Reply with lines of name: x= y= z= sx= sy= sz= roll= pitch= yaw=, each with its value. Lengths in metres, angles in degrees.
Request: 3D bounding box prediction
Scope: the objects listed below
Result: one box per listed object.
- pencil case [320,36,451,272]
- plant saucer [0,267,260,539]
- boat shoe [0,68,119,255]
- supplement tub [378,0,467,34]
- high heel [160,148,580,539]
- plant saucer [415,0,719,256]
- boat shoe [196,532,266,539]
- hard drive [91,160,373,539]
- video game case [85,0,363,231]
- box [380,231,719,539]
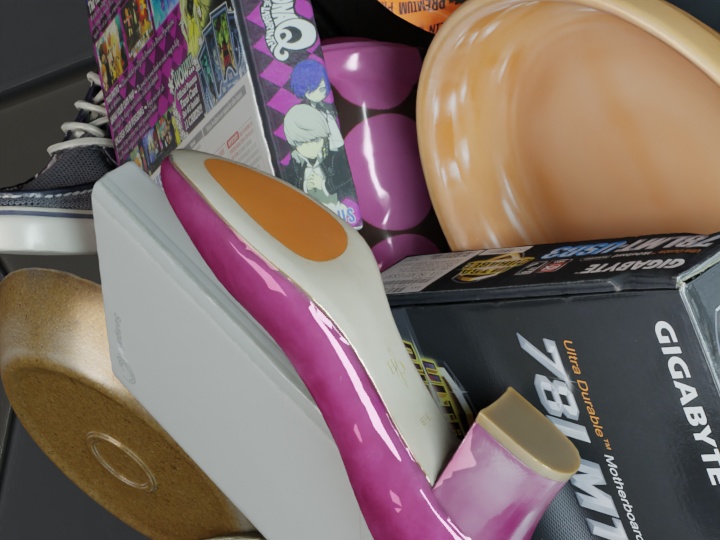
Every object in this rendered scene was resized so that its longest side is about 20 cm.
pencil case: x=0.000 y=0.000 z=1.234 sx=0.093 sy=0.091 sz=0.202 roll=-6 pitch=92 yaw=25
plant saucer: x=-0.106 y=0.081 z=1.375 sx=0.199 sy=0.036 sz=0.201 roll=30 pitch=154 yaw=16
boat shoe: x=-0.123 y=-0.058 z=1.336 sx=0.074 sy=0.200 sz=0.094 roll=1 pitch=95 yaw=21
supplement tub: x=0.066 y=-0.184 z=1.029 sx=0.123 sy=0.122 sz=0.200 roll=61 pitch=146 yaw=29
high heel: x=-0.014 y=0.044 z=1.057 sx=0.200 sy=0.067 sz=0.096 roll=39 pitch=118 yaw=10
plant saucer: x=0.105 y=-0.022 z=1.038 sx=0.200 sy=0.037 sz=0.201 roll=33 pitch=142 yaw=30
boat shoe: x=-0.036 y=0.168 z=1.294 sx=0.199 sy=0.068 sz=0.073 roll=8 pitch=105 yaw=35
hard drive: x=-0.040 y=0.061 z=1.178 sx=0.200 sy=0.026 sz=0.132 roll=44 pitch=152 yaw=31
video game case: x=-0.064 y=-0.076 z=1.208 sx=0.200 sy=0.036 sz=0.183 roll=141 pitch=117 yaw=-66
box: x=0.098 y=0.086 z=1.060 sx=0.198 sy=0.050 sz=0.201 roll=-2 pitch=115 yaw=54
